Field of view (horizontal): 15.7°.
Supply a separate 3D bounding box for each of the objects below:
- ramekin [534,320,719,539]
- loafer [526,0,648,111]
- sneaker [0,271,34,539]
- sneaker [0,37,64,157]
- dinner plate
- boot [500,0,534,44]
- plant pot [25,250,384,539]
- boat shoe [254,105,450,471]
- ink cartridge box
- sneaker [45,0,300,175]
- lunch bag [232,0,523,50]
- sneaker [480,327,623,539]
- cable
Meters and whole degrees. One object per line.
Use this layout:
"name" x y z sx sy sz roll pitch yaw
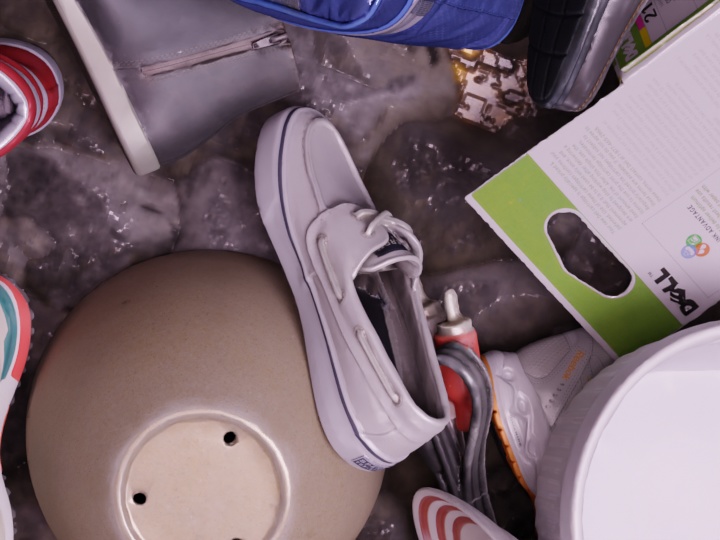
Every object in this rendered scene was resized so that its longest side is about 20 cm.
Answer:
"ramekin" 0.184 0.124 1.339 0.199 0.105 0.201 0 90 -15
"loafer" 0.145 -0.166 1.287 0.072 0.073 0.201 22 96 -24
"sneaker" -0.229 0.099 1.369 0.070 0.093 0.201 13 99 29
"sneaker" -0.256 -0.087 1.332 0.199 0.113 0.072 -3 101 -1
"dinner plate" 0.091 0.193 1.337 0.024 0.200 0.201 -30 101 -14
"boot" 0.158 -0.183 1.353 0.138 0.077 0.201 29 99 -12
"plant pot" -0.080 0.100 1.364 0.199 0.134 0.201 -1 101 -3
"boat shoe" 0.000 0.000 1.341 0.066 0.072 0.201 -29 61 36
"ink cartridge box" 0.169 -0.068 1.355 0.200 0.076 0.148 -36 118 16
"sneaker" -0.113 -0.161 1.353 0.106 0.075 0.201 -26 104 -7
"lunch bag" 0.010 -0.214 1.283 0.135 0.132 0.201 18 101 36
"sneaker" 0.137 0.124 1.410 0.092 0.076 0.201 -23 102 -2
"cable" 0.061 0.099 1.397 0.050 0.097 0.201 -32 108 -30
